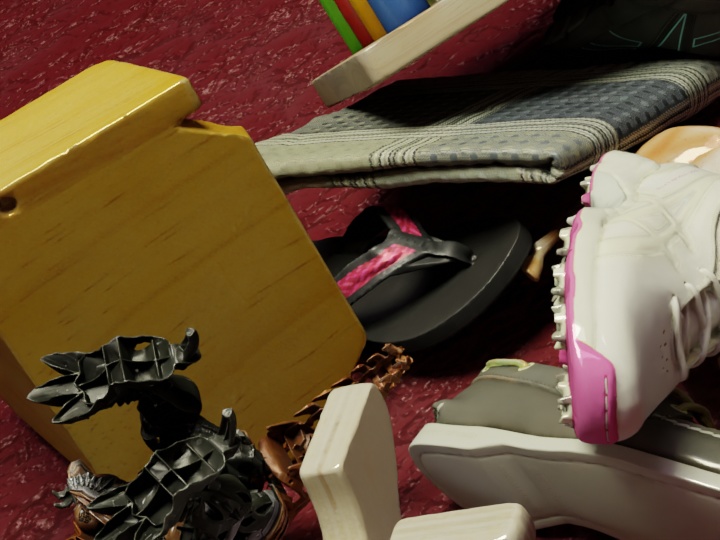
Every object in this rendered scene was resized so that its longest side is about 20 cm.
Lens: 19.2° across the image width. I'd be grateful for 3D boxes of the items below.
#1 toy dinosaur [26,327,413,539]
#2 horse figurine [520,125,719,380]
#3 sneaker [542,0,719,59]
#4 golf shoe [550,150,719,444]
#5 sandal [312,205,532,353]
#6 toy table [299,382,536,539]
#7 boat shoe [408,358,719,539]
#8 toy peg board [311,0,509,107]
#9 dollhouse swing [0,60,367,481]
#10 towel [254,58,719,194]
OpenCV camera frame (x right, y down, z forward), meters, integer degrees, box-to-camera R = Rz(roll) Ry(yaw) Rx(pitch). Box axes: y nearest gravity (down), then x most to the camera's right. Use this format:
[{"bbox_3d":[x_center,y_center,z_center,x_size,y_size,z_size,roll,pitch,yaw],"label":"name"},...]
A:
[{"bbox_3d":[-0.073,0.090,0.914,0.102,0.136,0.200,32,77,35],"label":"toy dinosaur"},{"bbox_3d":[0.159,-0.018,0.957,0.133,0.050,0.200,-46,37,-13],"label":"horse figurine"},{"bbox_3d":[0.156,-0.133,1.093,0.075,0.079,0.200,-61,12,-11],"label":"sneaker"},{"bbox_3d":[0.125,0.004,0.832,0.091,0.075,0.200,1,27,14],"label":"golf shoe"},{"bbox_3d":[0.000,0.000,1.037,0.200,0.045,0.075,-5,44,49],"label":"sandal"},{"bbox_3d":[-0.002,0.147,0.795,0.184,0.117,0.200,-19,32,17],"label":"toy table"},{"bbox_3d":[0.105,0.072,0.852,0.202,0.072,0.060,6,51,49],"label":"boat shoe"},{"bbox_3d":[0.051,-0.181,1.093,0.200,0.098,0.199,-33,5,-5],"label":"toy peg board"},{"bbox_3d":[-0.125,-0.004,1.026,0.182,0.200,0.176,-32,31,-2],"label":"dollhouse swing"},{"bbox_3d":[0.058,-0.067,1.060,0.200,0.035,0.193,0,18,34],"label":"towel"}]
